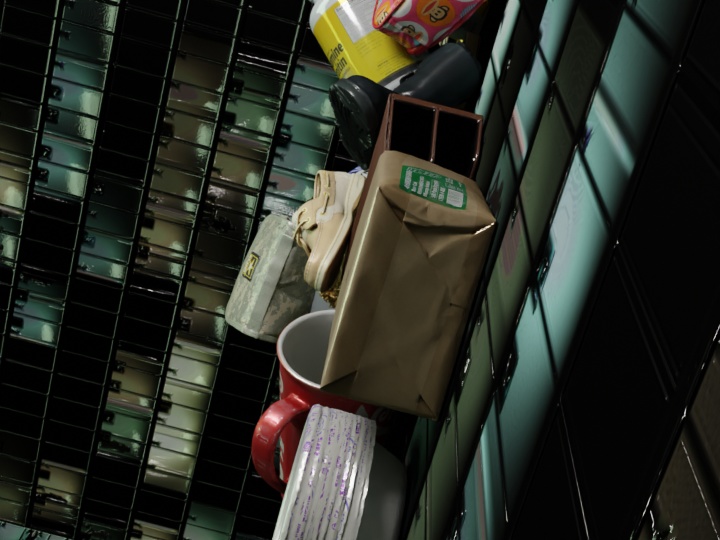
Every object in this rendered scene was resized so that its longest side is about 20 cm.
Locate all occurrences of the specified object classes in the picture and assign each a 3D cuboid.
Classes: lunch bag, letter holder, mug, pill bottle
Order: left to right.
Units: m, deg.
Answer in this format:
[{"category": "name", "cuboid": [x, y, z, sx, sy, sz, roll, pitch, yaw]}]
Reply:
[{"category": "lunch bag", "cuboid": [-0.104, 0.013, 1.678, 0.165, 0.117, 0.200, -67, -12, 1]}, {"category": "mug", "cuboid": [-0.046, 0.163, 1.276, 0.134, 0.177, 0.201, -124, 32, -47]}, {"category": "pill bottle", "cuboid": [0.007, -0.288, 1.494, 0.201, 0.112, 0.112, 61, 166, 12]}, {"category": "letter holder", "cuboid": [0.049, -0.052, 1.250, 0.142, 0.100, 0.201, -81, 6, -50]}, {"category": "lunch bag", "cuboid": [0.101, -0.359, 1.390, 0.200, 0.082, 0.177, -35, 34, 45]}]

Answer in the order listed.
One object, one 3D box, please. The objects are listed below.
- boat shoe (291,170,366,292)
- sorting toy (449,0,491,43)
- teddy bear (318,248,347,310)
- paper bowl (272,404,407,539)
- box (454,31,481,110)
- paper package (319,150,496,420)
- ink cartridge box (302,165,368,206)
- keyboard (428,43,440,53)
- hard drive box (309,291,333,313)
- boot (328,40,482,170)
[{"category": "boat shoe", "cuboid": [-0.045, -0.049, 1.392, 0.200, 0.069, 0.074, -73, 0, -55]}, {"category": "sorting toy", "cuboid": [0.076, -0.365, 1.564, 0.200, 0.179, 0.107, 109, 176, -66]}, {"category": "teddy bear", "cuboid": [0.000, 0.000, 1.466, 0.200, 0.067, 0.146, 141, 150, -66]}, {"category": "paper bowl", "cuboid": [-0.022, 0.229, 1.099, 0.201, 0.104, 0.202, -166, 90, -88]}, {"category": "box", "cuboid": [0.109, -0.171, 1.524, 0.164, 0.021, 0.201, 109, 174, -72]}, {"category": "paper package", "cuboid": [0.039, 0.007, 1.064, 0.200, 0.103, 0.191, -81, 6, -76]}, {"category": "ink cartridge box", "cuboid": [0.016, -0.113, 1.618, 0.200, 0.094, 0.044, -39, -69, -51]}, {"category": "keyboard", "cuboid": [0.074, -0.253, 1.587, 0.200, 0.039, 0.105, 98, 155, -77]}, {"category": "hard drive box", "cuboid": [0.003, 0.018, 1.683, 0.156, 0.077, 0.201, -36, -35, -61]}, {"category": "boot", "cuboid": [0.053, -0.200, 1.346, 0.168, 0.077, 0.200, -38, -12, -6]}]
